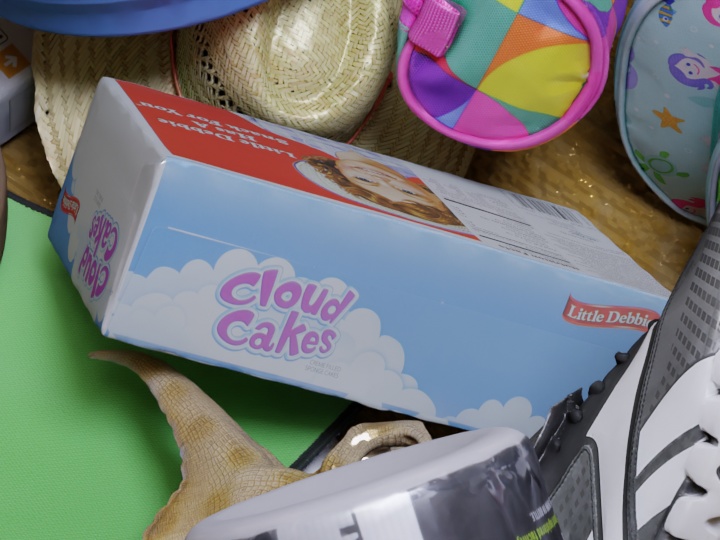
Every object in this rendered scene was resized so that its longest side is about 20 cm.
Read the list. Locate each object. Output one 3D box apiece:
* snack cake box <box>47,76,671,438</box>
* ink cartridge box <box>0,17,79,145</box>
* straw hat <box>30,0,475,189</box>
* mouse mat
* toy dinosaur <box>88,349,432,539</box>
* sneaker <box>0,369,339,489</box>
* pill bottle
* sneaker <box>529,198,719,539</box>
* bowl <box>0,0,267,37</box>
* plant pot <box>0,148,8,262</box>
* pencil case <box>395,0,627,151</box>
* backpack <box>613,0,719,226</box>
[{"bbox_3d":[0.000,0.000,0.933,0.199,0.067,0.115,15,14,-20],"label":"snack cake box"},{"bbox_3d":[-0.140,-0.176,1.088,0.200,0.047,0.198,-37,72,-28],"label":"ink cartridge box"},{"bbox_3d":[-0.026,-0.089,1.005,0.200,0.085,0.202,5,72,-17],"label":"straw hat"},{"bbox_3d":[-0.114,0.039,0.930,0.200,0.008,0.161,25,42,22],"label":"mouse mat"},{"bbox_3d":[-0.026,0.077,0.841,0.101,0.058,0.200,-16,54,-9],"label":"toy dinosaur"},{"bbox_3d":[-0.100,0.077,0.951,0.199,0.075,0.100,5,37,-4],"label":"sneaker"},{"bbox_3d":[0.027,0.153,0.745,0.106,0.106,0.201,-18,90,-18],"label":"pill bottle"},{"bbox_3d":[0.082,0.059,0.805,0.090,0.066,0.201,17,100,24],"label":"sneaker"},{"bbox_3d":[-0.071,-0.160,0.998,0.200,0.039,0.201,-10,42,9],"label":"bowl"},{"bbox_3d":[-0.226,-0.050,0.941,0.200,0.093,0.201,3,40,-3],"label":"plant pot"},{"bbox_3d":[0.064,-0.124,1.021,0.088,0.089,0.200,16,32,0],"label":"pencil case"},{"bbox_3d":[0.196,-0.071,1.006,0.199,0.178,0.151,17,60,12],"label":"backpack"}]
